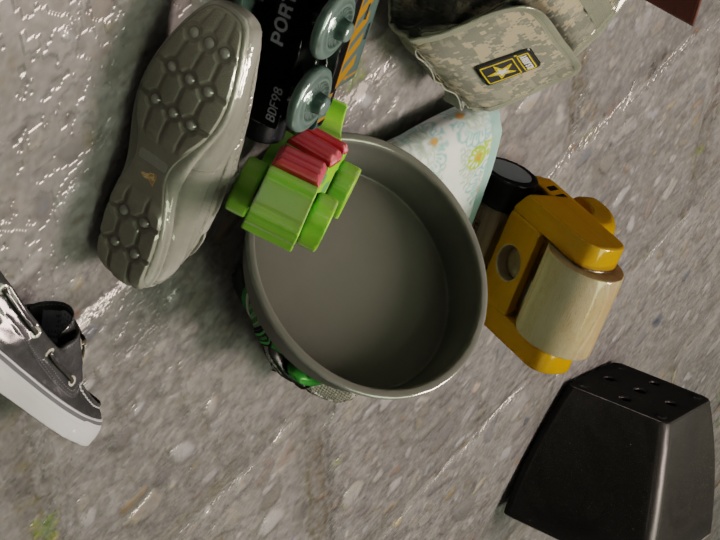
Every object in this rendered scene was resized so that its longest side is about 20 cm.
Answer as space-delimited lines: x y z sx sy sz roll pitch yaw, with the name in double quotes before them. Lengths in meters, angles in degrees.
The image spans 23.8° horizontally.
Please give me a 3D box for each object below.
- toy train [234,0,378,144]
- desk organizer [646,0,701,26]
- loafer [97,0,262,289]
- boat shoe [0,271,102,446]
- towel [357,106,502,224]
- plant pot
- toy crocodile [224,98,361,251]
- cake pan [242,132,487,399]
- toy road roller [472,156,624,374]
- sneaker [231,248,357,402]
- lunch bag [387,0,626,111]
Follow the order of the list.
"toy train" -0.026 -0.177 1.086 0.114 0.085 0.202 -37 150 -54
"desk organizer" 0.301 -0.324 1.497 0.072 0.077 0.201 -34 147 -39
"loafer" -0.107 -0.080 1.069 0.070 0.070 0.201 -25 149 -56
"boat shoe" -0.201 0.046 1.049 0.066 0.070 0.200 -51 147 -8
"towel" 0.036 -0.032 1.398 0.171 0.048 0.202 -32 145 -43
"plant pot" 0.316 0.224 2.058 0.199 0.198 0.180 -15 120 -54
"toy crocodile" -0.039 -0.064 1.134 0.062 0.067 0.200 -63 179 22
"cake pan" 0.000 0.000 1.229 0.200 0.201 0.037 -36 -179 -36
"toy road roller" 0.174 -0.008 1.503 0.145 0.200 0.124 3 120 -36
"sneaker" -0.042 0.062 1.303 0.077 0.086 0.200 -23 151 8
"lunch bag" 0.117 -0.213 1.256 0.201 0.117 0.164 -52 155 3
